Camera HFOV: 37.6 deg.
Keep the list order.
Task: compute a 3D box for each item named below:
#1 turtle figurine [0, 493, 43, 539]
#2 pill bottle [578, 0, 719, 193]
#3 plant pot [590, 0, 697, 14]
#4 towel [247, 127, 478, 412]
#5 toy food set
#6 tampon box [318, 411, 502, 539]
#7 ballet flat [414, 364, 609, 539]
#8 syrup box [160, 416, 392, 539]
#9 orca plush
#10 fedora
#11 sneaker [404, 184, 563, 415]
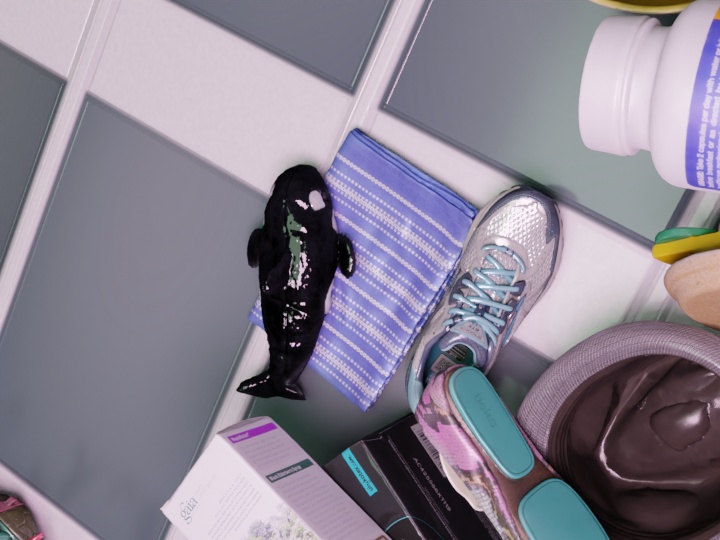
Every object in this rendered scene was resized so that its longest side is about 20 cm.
[{"bbox_3d":[-0.374,0.262,1.045,0.200,0.101,0.150,44,151,17],"label":"turtle figurine"},{"bbox_3d":[0.232,-0.096,0.602,0.199,0.112,0.113,14,100,27],"label":"pill bottle"},{"bbox_3d":[0.214,-0.262,0.698,0.199,0.142,0.201,3,96,25],"label":"plant pot"},{"bbox_3d":[0.000,0.000,0.886,0.145,0.024,0.201,36,108,19],"label":"towel"},{"bbox_3d":[0.289,0.008,0.660,0.200,0.197,0.049,-12,65,59],"label":"toy food set"},{"bbox_3d":[-0.004,0.235,0.849,0.200,0.126,0.150,-40,77,23],"label":"tampon box"},{"bbox_3d":[0.106,0.159,0.742,0.200,0.069,0.071,54,138,17],"label":"ballet flat"},{"bbox_3d":[-0.037,0.201,0.747,0.200,0.081,0.079,42,108,18],"label":"syrup box"},{"bbox_3d":[-0.073,0.013,0.877,0.105,0.071,0.201,27,106,24],"label":"orca plush"},{"bbox_3d":[0.213,0.123,0.757,0.177,0.090,0.200,49,119,15],"label":"fedora"},{"bbox_3d":[0.095,0.032,0.802,0.077,0.086,0.201,25,108,3],"label":"sneaker"}]
